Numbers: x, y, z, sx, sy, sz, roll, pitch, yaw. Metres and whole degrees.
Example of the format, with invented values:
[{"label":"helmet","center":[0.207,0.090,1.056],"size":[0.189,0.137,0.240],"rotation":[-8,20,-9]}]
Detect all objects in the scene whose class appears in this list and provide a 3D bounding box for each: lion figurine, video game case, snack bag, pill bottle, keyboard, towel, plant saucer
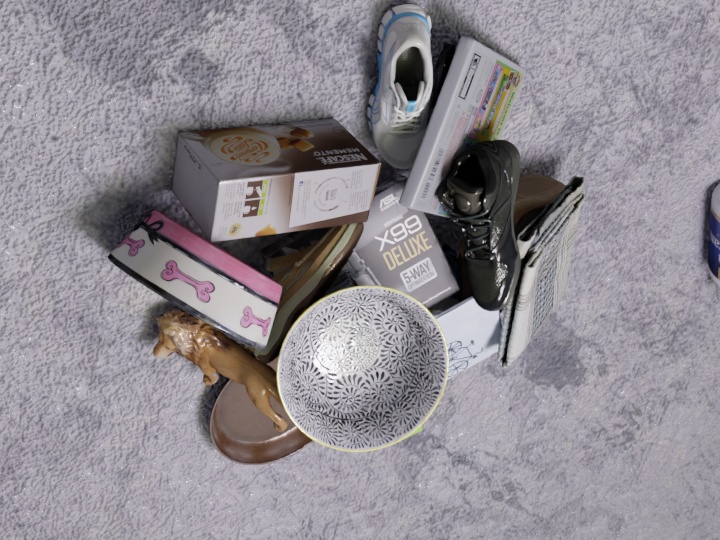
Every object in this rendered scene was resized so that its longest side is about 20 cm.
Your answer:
[{"label":"lion figurine","center":[-0.148,0.113,1.588],"size":[0.073,0.198,0.123],"rotation":[-62,164,-21]},{"label":"video game case","center":[0.122,-0.160,1.577],"size":[0.182,0.022,0.202],"rotation":[7,105,-64]},{"label":"snack bag","center":[0.094,0.097,1.693],"size":[0.199,0.021,0.189],"rotation":[-29,151,-3]},{"label":"pill bottle","center":[0.577,-0.035,2.012],"size":[0.110,0.111,0.201],"rotation":[-25,134,-16]},{"label":"keyboard","center":[0.105,-0.172,1.581],"size":[0.039,0.104,0.201],"rotation":[10,127,8]},{"label":"towel","center":[0.237,0.001,1.723],"size":[0.192,0.034,0.202],"rotation":[-42,146,-45]},{"label":"plant saucer","center":[-0.110,0.166,1.746],"size":[0.199,0.032,0.202],"rotation":[-19,131,-23]}]

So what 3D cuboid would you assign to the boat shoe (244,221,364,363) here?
[{"label":"boat shoe","center":[-0.077,0.008,1.545],"size":[0.201,0.076,0.072],"rotation":[-53,172,5]}]

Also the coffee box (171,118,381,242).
[{"label":"coffee box","center":[-0.093,-0.102,1.485],"size":[0.198,0.114,0.080],"rotation":[-8,127,-29]}]

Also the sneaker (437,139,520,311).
[{"label":"sneaker","center":[0.135,-0.050,1.563],"size":[0.114,0.076,0.202],"rotation":[-10,105,-54]}]

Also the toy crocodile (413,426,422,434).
[{"label":"toy crocodile","center":[0.067,0.159,1.842],"size":[0.067,0.062,0.201],"rotation":[-19,133,-21]}]

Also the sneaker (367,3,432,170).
[{"label":"sneaker","center":[0.048,-0.193,1.523],"size":[0.074,0.087,0.201],"rotation":[-4,127,-4]}]

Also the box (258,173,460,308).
[{"label":"box","center":[0.000,0.000,1.626],"size":[0.199,0.050,0.159],"rotation":[-29,106,-10]}]

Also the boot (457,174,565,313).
[{"label":"boot","center":[0.189,-0.027,1.748],"size":[0.199,0.072,0.168],"rotation":[-27,134,-43]}]

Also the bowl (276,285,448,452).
[{"label":"bowl","center":[-0.005,0.097,1.550],"size":[0.199,0.094,0.203],"rotation":[-4,110,-10]}]

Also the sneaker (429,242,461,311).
[{"label":"sneaker","center":[0.078,0.005,1.732],"size":[0.199,0.078,0.090],"rotation":[-3,112,-38]}]

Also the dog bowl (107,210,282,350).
[{"label":"dog bowl","center":[-0.172,0.006,1.468],"size":[0.200,0.200,0.074],"rotation":[32,89,-45]}]
